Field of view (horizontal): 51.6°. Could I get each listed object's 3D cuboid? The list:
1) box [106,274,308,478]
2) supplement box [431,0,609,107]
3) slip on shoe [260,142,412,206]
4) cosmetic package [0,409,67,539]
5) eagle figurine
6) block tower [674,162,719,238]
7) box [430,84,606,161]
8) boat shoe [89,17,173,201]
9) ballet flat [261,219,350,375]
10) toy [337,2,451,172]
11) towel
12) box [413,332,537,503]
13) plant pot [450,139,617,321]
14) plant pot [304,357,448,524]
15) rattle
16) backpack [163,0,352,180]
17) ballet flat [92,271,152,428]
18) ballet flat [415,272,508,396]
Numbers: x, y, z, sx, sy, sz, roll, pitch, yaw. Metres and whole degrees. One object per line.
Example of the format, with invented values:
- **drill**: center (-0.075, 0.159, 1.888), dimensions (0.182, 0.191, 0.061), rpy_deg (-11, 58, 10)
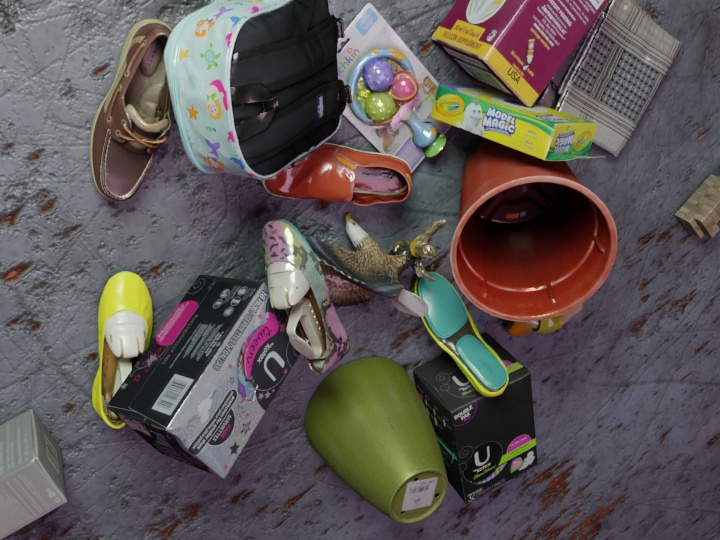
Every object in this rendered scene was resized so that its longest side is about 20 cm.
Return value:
- **box**: center (-0.175, 0.122, 0.890), dimensions (0.115, 0.131, 0.202), rpy_deg (53, 56, -38)
- **supplement box**: center (0.203, -0.321, 0.899), dimensions (0.103, 0.131, 0.201), rpy_deg (31, 98, -35)
- **slip on shoe**: center (-0.026, -0.115, 0.925), dimensions (0.196, 0.061, 0.075), rpy_deg (2, 117, -15)
- **cosmetic package**: center (-0.460, 0.269, 0.884), dimensions (0.198, 0.107, 0.091), rpy_deg (-27, 125, -14)
- **eagle figurine**: center (-0.004, -0.005, 0.968), dimensions (0.198, 0.151, 0.154), rpy_deg (-19, 134, -30)
- **block tower**: center (0.626, -0.147, 1.257), dimensions (0.058, 0.054, 0.201), rpy_deg (36, 96, -37)
- **box**: center (0.197, -0.179, 0.911), dimensions (0.116, 0.199, 0.049), rpy_deg (-12, 125, -47)
- **boat shoe**: center (-0.237, -0.162, 0.792), dimensions (0.071, 0.072, 0.203), rpy_deg (15, 108, -32)
- **ballet flat**: center (-0.069, 0.040, 0.866), dimensions (0.071, 0.068, 0.202), rpy_deg (-54, 132, -44)
- **toy**: center (0.043, -0.213, 0.924), dimensions (0.115, 0.047, 0.199), rpy_deg (-48, 127, 2)
- **towel**: center (0.357, -0.281, 1.059), dimensions (0.198, 0.035, 0.195), rpy_deg (20, 105, -33)
- **box**: center (0.185, 0.234, 1.186), dimensions (0.147, 0.124, 0.203), rpy_deg (-23, 123, -16)
- **plant pot**: center (0.208, -0.075, 0.966), dimensions (0.197, 0.197, 0.204), rpy_deg (1, 124, 2)
- **plant pot**: center (0.038, 0.259, 1.077), dimensions (0.184, 0.200, 0.190), rpy_deg (-12, 120, -21)
- **rattle**: center (0.249, -0.004, 1.157), dimensions (0.129, 0.143, 0.202), rpy_deg (-32, 90, -1)
- **backpack**: center (-0.113, -0.191, 0.765), dimensions (0.200, 0.148, 0.180), rpy_deg (-53, 145, -52)
- **ballet flat**: center (-0.289, 0.104, 0.909), dimensions (0.066, 0.067, 0.203), rpy_deg (3, 113, -27)
- **ballet flat**: center (0.139, 0.097, 1.079), dimensions (0.066, 0.201, 0.067), rpy_deg (-32, 166, -12)
